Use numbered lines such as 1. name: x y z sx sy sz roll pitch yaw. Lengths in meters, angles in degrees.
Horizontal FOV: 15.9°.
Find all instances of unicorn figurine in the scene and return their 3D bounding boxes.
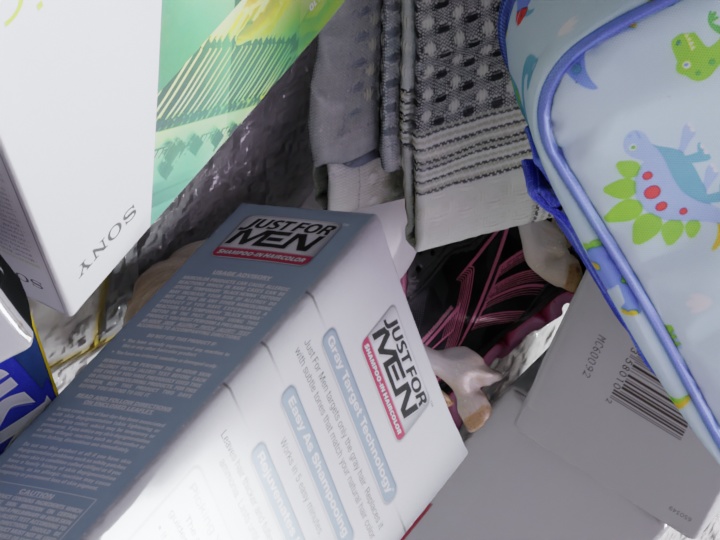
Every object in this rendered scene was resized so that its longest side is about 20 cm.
1. unicorn figurine: 0.000 0.000 0.924 0.137 0.074 0.201 33 79 -20

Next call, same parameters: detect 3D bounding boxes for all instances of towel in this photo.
1. towel: 0.079 -0.092 0.818 0.198 0.035 0.193 -10 139 -11

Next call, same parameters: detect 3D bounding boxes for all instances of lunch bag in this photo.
1. lunch bag: 0.141 -0.033 0.794 0.160 0.083 0.201 -30 119 8

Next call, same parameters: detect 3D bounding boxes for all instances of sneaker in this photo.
1. sneaker: 0.034 -0.008 1.003 0.200 0.079 0.095 -53 139 -9

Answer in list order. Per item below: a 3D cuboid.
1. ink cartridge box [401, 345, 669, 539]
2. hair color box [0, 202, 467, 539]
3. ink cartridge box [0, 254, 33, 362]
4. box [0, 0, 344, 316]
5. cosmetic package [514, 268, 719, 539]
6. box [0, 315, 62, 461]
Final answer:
1. ink cartridge box: 0.090 0.085 1.076 0.148 0.085 0.200 -54 173 30
2. hair color box: -0.053 0.078 0.791 0.200 0.060 0.099 -48 129 -37
3. ink cartridge box: -0.192 0.025 0.652 0.199 0.037 0.095 -29 130 2
4. box: -0.067 -0.101 0.670 0.145 0.036 0.201 -51 151 -25
5. cosmetic package: 0.149 0.008 0.984 0.200 0.085 0.108 -33 150 -59
6. box: -0.136 0.043 0.788 0.064 0.070 0.201 -47 150 -25
